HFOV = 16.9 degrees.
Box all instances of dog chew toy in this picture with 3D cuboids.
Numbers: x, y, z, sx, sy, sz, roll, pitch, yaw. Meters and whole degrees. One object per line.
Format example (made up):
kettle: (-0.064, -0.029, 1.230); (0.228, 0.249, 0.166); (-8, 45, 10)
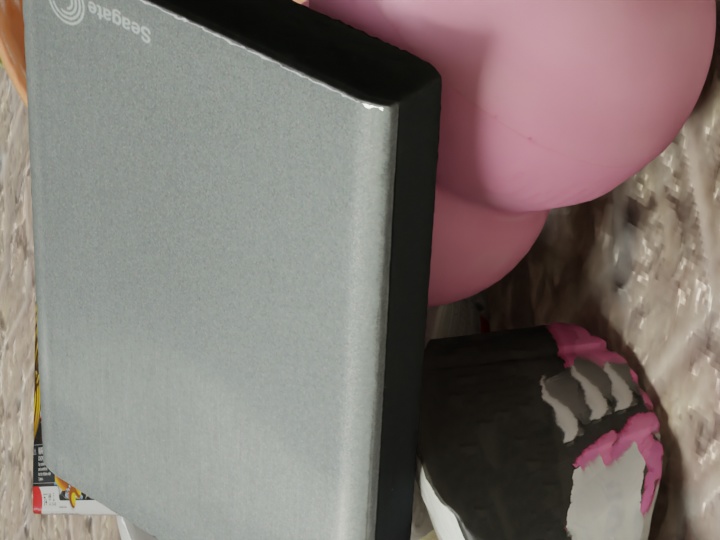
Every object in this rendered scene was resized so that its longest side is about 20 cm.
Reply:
dog chew toy: (0.018, -0.046, 0.752); (0.200, 0.124, 0.125); (-49, 39, 32)

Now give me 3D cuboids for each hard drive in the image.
hard drive: (-0.041, 0.005, 0.731); (0.139, 0.033, 0.201); (27, 132, 30)

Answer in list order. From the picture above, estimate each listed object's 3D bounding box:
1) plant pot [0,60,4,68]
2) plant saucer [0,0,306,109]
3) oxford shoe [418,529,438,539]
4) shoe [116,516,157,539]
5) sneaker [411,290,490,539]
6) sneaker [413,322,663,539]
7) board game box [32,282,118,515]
plant pot: (-0.131, -0.186, 1.154); (0.200, 0.199, 0.191); (30, 102, 67)
plant saucer: (-0.064, -0.132, 0.870); (0.200, 0.037, 0.201); (1, 92, 43)
oxford shoe: (-0.002, 0.062, 0.895); (0.071, 0.074, 0.201); (131, 138, -57)
shoe: (-0.089, 0.066, 1.135); (0.091, 0.071, 0.201); (126, 147, -57)
sneaker: (0.000, 0.000, 0.860); (0.077, 0.082, 0.201); (57, -147, -63)
sneaker: (0.055, 0.105, 0.745); (0.200, 0.080, 0.087); (-100, 14, -45)
board game box: (-0.090, 0.036, 0.981); (0.200, 0.034, 0.127); (166, 105, -66)
